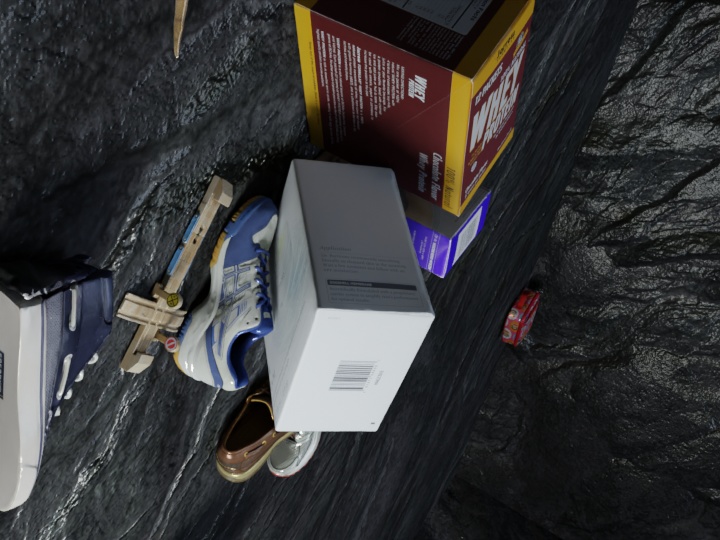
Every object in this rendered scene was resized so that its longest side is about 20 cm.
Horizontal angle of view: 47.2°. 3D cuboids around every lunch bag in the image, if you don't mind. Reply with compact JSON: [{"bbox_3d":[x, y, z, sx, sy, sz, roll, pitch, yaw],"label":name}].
[{"bbox_3d":[0.582,0.156,2.983,0.200,0.080,0.179,-47,151,-45],"label":"lunch bag"}]

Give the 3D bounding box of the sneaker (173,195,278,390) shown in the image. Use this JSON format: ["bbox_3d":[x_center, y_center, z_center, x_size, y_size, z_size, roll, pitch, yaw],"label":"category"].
[{"bbox_3d":[-0.117,0.026,0.861,0.204,0.087,0.075,-68,159,2],"label":"sneaker"}]

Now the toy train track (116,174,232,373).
[{"bbox_3d":[-0.168,0.008,0.786,0.204,0.032,0.115,-65,162,-3],"label":"toy train track"}]

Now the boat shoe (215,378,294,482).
[{"bbox_3d":[-0.118,0.188,1.097,0.201,0.071,0.068,-49,159,-32],"label":"boat shoe"}]

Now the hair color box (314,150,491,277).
[{"bbox_3d":[0.042,-0.086,0.975,0.109,0.197,0.066,-46,154,-40],"label":"hair color box"}]

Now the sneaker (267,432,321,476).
[{"bbox_3d":[-0.092,0.198,1.198,0.204,0.076,0.082,-71,159,-8],"label":"sneaker"}]

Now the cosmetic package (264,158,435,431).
[{"bbox_3d":[-0.028,0.029,0.867,0.202,0.120,0.203,112,-25,-44],"label":"cosmetic package"}]

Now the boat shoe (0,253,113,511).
[{"bbox_3d":[-0.236,0.083,0.625,0.092,0.074,0.204,-21,133,-53],"label":"boat shoe"}]

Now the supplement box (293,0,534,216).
[{"bbox_3d":[0.055,-0.202,0.857,0.134,0.197,0.199,-53,159,-27],"label":"supplement box"}]

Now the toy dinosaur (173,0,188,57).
[{"bbox_3d":[-0.125,-0.257,0.547,0.105,0.061,0.201,-35,149,-9],"label":"toy dinosaur"}]
